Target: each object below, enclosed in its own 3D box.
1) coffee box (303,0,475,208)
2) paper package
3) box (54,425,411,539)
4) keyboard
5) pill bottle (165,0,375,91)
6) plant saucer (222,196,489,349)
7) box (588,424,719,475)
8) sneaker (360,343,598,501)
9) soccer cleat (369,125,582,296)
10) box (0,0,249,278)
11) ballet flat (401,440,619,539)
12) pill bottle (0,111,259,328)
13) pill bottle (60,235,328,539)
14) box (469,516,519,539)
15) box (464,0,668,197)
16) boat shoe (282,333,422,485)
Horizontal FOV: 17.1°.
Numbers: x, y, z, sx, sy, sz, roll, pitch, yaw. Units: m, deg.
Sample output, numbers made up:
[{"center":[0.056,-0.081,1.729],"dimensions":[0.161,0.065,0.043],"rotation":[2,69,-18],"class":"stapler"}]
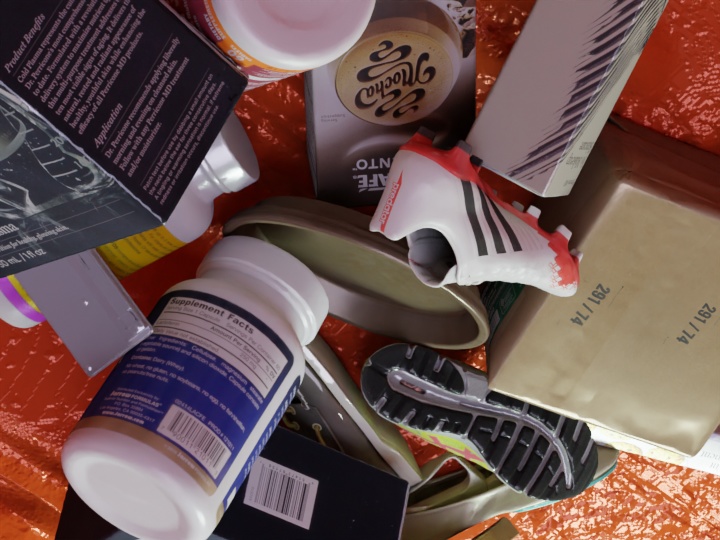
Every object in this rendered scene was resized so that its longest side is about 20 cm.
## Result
[{"center":[0.018,-0.147,1.607],"dimensions":[0.113,0.080,0.200],"rotation":[-6,125,-4],"class":"coffee box"},{"center":[0.205,0.010,1.726],"dimensions":[0.190,0.104,0.200],"rotation":[20,120,-18],"class":"paper package"},{"center":[-0.098,0.192,1.767],"dimensions":[0.200,0.104,0.182],"rotation":[24,148,-21],"class":"box"},{"center":[-0.217,-0.024,1.590],"dimensions":[0.056,0.011,0.200],"rotation":[-36,92,17],"class":"keyboard"},{"center":[-0.079,-0.167,1.502],"dimensions":[0.109,0.200,0.110],"rotation":[2,85,-26],"class":"pill bottle"},{"center":[0.000,0.000,1.669],"dimensions":[0.200,0.200,0.029],"rotation":[31,72,-25],"class":"plant saucer"},{"center":[0.229,0.119,1.842],"dimensions":[0.200,0.039,0.041],"rotation":[16,123,-17],"class":"box"},{"center":[0.086,0.106,1.786],"dimensions":[0.200,0.090,0.078],"rotation":[29,85,-12],"class":"sneaker"},{"center":[0.076,-0.018,1.580],"dimensions":[0.200,0.069,0.085],"rotation":[39,79,-48],"class":"soccer cleat"},{"center":[-0.213,-0.113,1.437],"dimensions":[0.197,0.124,0.200],"rotation":[43,147,-23],"class":"box"},{"center":[0.099,0.160,1.842],"dimensions":[0.200,0.069,0.069],"rotation":[-24,124,9],"class":"ballet flat"},{"center":[-0.172,-0.048,1.636],"dimensions":[0.200,0.104,0.104],"rotation":[-27,123,12],"class":"pill bottle"},{"center":[-0.107,0.079,1.625],"dimensions":[0.116,0.200,0.116],"rotation":[22,147,15],"class":"pill bottle"},{"center":[0.021,0.262,1.820],"dimensions":[0.163,0.200,0.021],"rotation":[-38,83,29],"class":"box"},{"center":[0.146,-0.151,1.578],"dimensions":[0.068,0.082,0.200],"rotation":[29,102,14],"class":"box"},{"center":[-0.026,0.104,1.779],"dimensions":[0.060,0.072,0.202],"rotation":[-32,126,8],"class":"boat shoe"}]
